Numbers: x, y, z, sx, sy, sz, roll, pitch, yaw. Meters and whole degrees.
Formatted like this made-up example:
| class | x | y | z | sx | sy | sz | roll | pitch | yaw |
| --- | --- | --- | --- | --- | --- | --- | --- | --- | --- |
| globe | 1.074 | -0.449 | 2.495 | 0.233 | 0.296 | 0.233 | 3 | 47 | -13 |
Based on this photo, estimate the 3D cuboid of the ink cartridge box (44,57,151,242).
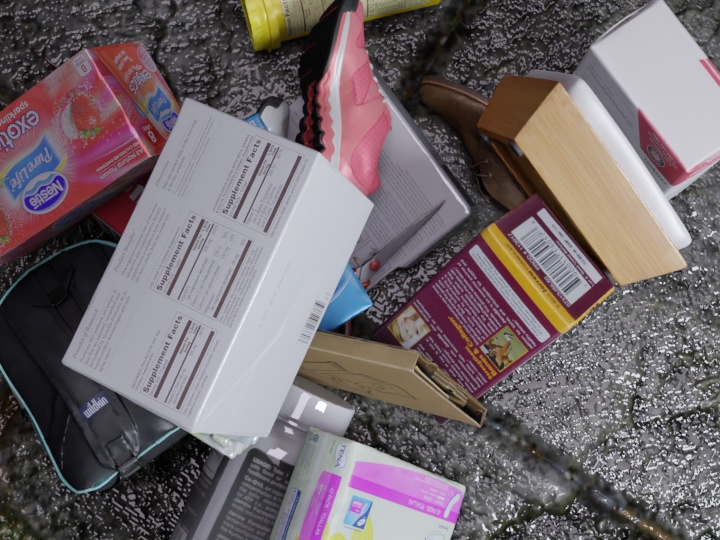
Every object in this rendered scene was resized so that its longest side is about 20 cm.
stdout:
| class | x | y | z | sx | sy | sz | roll | pitch | yaw |
| --- | --- | --- | --- | --- | --- | --- | --- | --- | --- |
| ink cartridge box | -0.227 | -0.083 | 1.050 | 0.200 | 0.176 | 0.084 | 38 | 81 | 6 |

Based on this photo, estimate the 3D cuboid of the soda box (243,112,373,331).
| class | x | y | z | sx | sy | sz | roll | pitch | yaw |
| --- | --- | --- | --- | --- | --- | --- | --- | --- | --- |
| soda box | -0.071 | -0.037 | 1.022 | 0.064 | 0.068 | 0.200 | -32 | 93 | -13 |

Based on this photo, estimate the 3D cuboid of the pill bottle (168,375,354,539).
| class | x | y | z | sx | sy | sz | roll | pitch | yaw |
| --- | --- | --- | --- | --- | --- | --- | --- | --- | --- |
| pill bottle | -0.088 | 0.195 | 1.018 | 0.114 | 0.114 | 0.201 | 26 | 90 | 4 |

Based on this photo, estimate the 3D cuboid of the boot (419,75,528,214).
| class | x | y | z | sx | sy | sz | roll | pitch | yaw |
| --- | --- | --- | --- | --- | --- | --- | --- | --- | --- |
| boot | 0.129 | -0.116 | 1.120 | 0.200 | 0.074 | 0.076 | 38 | 87 | 3 |

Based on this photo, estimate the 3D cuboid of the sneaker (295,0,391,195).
| class | x | y | z | sx | sy | sz | roll | pitch | yaw |
| --- | --- | --- | --- | --- | --- | --- | --- | --- | --- |
| sneaker | -0.010 | -0.161 | 1.072 | 0.086 | 0.074 | 0.201 | 11 | 79 | -28 |

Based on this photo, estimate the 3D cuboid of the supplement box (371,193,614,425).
| class | x | y | z | sx | sy | sz | roll | pitch | yaw |
| --- | --- | --- | --- | --- | --- | --- | --- | --- | --- |
| supplement box | 0.114 | 0.038 | 1.019 | 0.086 | 0.200 | 0.110 | -32 | 80 | -43 |

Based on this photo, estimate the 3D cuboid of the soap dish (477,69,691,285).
| class | x | y | z | sx | sy | sz | roll | pitch | yaw |
| --- | --- | --- | --- | --- | --- | --- | --- | --- | --- |
| soap dish | 0.194 | -0.083 | 1.015 | 0.081 | 0.157 | 0.200 | -39 | 106 | 0 |

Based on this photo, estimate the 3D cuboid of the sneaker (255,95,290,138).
| class | x | y | z | sx | sy | sz | roll | pitch | yaw |
| --- | --- | --- | --- | --- | --- | --- | --- | --- | --- |
| sneaker | -0.064 | -0.062 | 1.097 | 0.115 | 0.076 | 0.201 | 11 | 94 | 0 |

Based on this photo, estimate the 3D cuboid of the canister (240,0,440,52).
| class | x | y | z | sx | sy | sz | roll | pitch | yaw |
| --- | --- | --- | --- | --- | --- | --- | --- | --- | --- |
| canister | -0.029 | -0.316 | 1.144 | 0.199 | 0.087 | 0.149 | -14 | 80 | -5 |

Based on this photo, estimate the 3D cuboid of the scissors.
| class | x | y | z | sx | sy | sz | roll | pitch | yaw |
| --- | --- | --- | --- | --- | --- | --- | --- | --- | --- |
| scissors | 0.000 | 0.000 | 1.074 | 0.073 | 0.014 | 0.200 | 29 | 105 | -30 |

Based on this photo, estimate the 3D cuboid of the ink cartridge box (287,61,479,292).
| class | x | y | z | sx | sy | sz | roll | pitch | yaw |
| --- | --- | --- | --- | --- | --- | --- | --- | --- | --- |
| ink cartridge box | -0.009 | -0.084 | 1.124 | 0.173 | 0.044 | 0.200 | -38 | 82 | 18 |

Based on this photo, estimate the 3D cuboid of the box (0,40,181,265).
| class | x | y | z | sx | sy | sz | roll | pitch | yaw |
| --- | --- | --- | --- | --- | --- | --- | --- | --- | --- |
| box | -0.250 | -0.094 | 0.942 | 0.200 | 0.095 | 0.103 | -29 | 95 | 22 |

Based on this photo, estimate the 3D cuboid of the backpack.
| class | x | y | z | sx | sy | sz | roll | pitch | yaw |
| --- | --- | --- | --- | --- | --- | --- | --- | --- | --- |
| backpack | -0.230 | 0.079 | 1.030 | 0.176 | 0.153 | 0.200 | -37 | 89 | -1 |

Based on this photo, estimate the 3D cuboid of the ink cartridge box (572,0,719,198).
| class | x | y | z | sx | sy | sz | roll | pitch | yaw |
| --- | --- | --- | --- | --- | --- | --- | --- | --- | --- |
| ink cartridge box | 0.264 | -0.140 | 1.058 | 0.085 | 0.200 | 0.146 | -34 | 82 | -6 |

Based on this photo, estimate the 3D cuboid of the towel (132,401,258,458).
| class | x | y | z | sx | sy | sz | roll | pitch | yaw |
| --- | --- | --- | --- | --- | --- | --- | --- | --- | --- |
| towel | -0.123 | 0.029 | 0.922 | 0.171 | 0.048 | 0.201 | 25 | 87 | 13 |

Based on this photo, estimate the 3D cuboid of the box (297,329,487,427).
| class | x | y | z | sx | sy | sz | roll | pitch | yaw |
| --- | --- | --- | --- | --- | --- | --- | --- | --- | --- |
| box | -0.005 | 0.086 | 0.992 | 0.199 | 0.163 | 0.021 | 10 | 72 | 31 |

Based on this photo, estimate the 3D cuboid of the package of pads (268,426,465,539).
| class | x | y | z | sx | sy | sz | roll | pitch | yaw |
| --- | --- | --- | --- | --- | --- | --- | --- | --- | --- |
| package of pads | 0.005 | 0.238 | 0.990 | 0.068 | 0.200 | 0.155 | 11 | 77 | 39 |

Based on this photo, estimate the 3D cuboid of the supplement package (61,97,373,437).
| class | x | y | z | sx | sy | sz | roll | pitch | yaw |
| --- | --- | --- | --- | --- | --- | --- | --- | --- | --- |
| supplement package | -0.095 | 0.005 | 0.815 | 0.111 | 0.156 | 0.201 | 24 | 87 | 17 |
